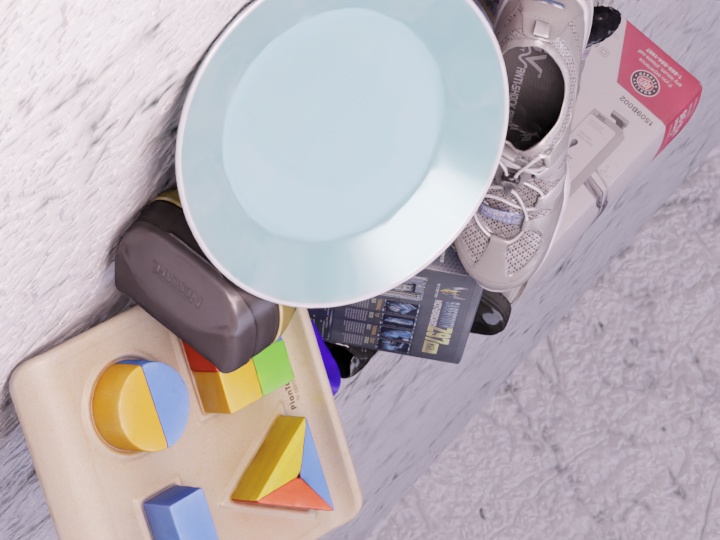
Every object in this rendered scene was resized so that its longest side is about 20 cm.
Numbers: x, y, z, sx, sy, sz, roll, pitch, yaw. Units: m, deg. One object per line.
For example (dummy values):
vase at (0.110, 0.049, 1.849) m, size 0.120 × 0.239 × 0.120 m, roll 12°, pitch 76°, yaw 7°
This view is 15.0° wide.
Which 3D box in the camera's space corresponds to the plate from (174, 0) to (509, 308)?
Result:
plate at (-0.012, -0.076, 1.478) m, size 0.199 × 0.026 × 0.201 m, roll -12°, pitch 118°, yaw -23°

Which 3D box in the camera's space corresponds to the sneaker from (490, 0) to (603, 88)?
sneaker at (0.118, -0.164, 1.836) m, size 0.200 × 0.081 × 0.089 m, roll -84°, pitch -164°, yaw -63°

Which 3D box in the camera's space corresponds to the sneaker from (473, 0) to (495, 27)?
sneaker at (0.026, -0.095, 1.760) m, size 0.108 × 0.070 × 0.200 m, roll -34°, pitch 157°, yaw -28°

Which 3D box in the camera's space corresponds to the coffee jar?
coffee jar at (-0.045, -0.035, 1.564) m, size 0.200 × 0.104 × 0.085 m, roll -43°, pitch 161°, yaw -29°

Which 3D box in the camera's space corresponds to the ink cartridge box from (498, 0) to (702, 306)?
ink cartridge box at (0.124, -0.097, 1.957) m, size 0.200 × 0.146 × 0.083 m, roll -46°, pitch 171°, yaw -21°

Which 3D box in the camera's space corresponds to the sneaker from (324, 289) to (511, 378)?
sneaker at (0.005, 0.035, 1.904) m, size 0.060 × 0.199 × 0.105 m, roll -32°, pitch -142°, yaw 62°

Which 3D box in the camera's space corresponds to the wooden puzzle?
wooden puzzle at (-0.092, 0.104, 1.609) m, size 0.199 × 0.186 × 0.046 m, roll -26°, pitch -162°, yaw -33°

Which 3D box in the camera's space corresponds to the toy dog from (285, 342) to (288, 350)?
toy dog at (-0.130, 0.079, 1.669) m, size 0.200 × 0.132 × 0.096 m, roll -38°, pitch -157°, yaw -30°

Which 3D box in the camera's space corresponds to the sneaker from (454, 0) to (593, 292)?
sneaker at (0.083, -0.072, 1.566) m, size 0.082 × 0.074 × 0.201 m, roll -65°, pitch 163°, yaw -59°

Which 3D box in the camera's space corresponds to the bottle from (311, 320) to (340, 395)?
bottle at (-0.111, 0.099, 1.766) m, size 0.199 × 0.065 × 0.084 m, roll -30°, pitch 179°, yaw 9°

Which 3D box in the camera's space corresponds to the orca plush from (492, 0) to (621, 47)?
orca plush at (0.121, -0.160, 1.663) m, size 0.105 × 0.071 × 0.201 m, roll 118°, pitch -16°, yaw -53°

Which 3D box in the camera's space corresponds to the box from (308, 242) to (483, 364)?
box at (0.000, 0.000, 1.752) m, size 0.200 × 0.157 × 0.051 m, roll 97°, pitch 3°, yaw -73°
